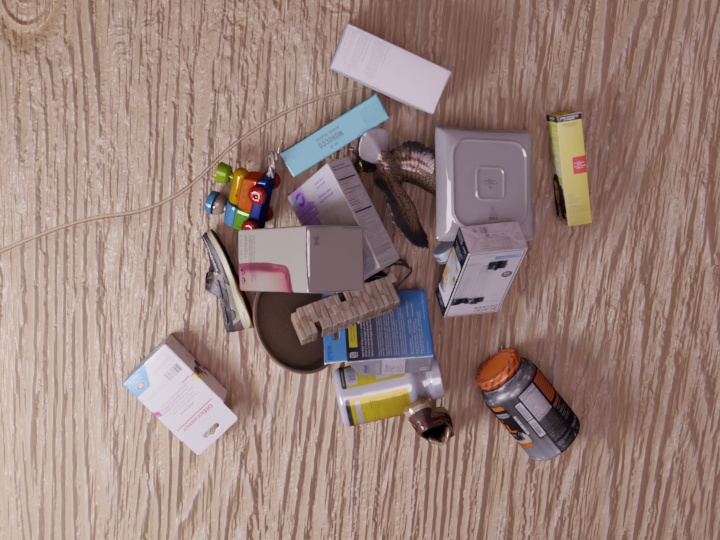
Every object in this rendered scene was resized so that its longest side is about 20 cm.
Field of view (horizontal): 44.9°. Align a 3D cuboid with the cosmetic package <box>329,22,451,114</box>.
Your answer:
[{"bbox_3d":[0.049,-0.351,1.525,0.198,0.108,0.086,21,100,-9],"label":"cosmetic package"}]

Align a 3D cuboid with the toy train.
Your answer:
[{"bbox_3d":[-0.206,-0.164,1.545,0.114,0.085,0.202,21,123,6],"label":"toy train"}]

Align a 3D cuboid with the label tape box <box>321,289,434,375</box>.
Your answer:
[{"bbox_3d":[0.030,0.115,1.610,0.197,0.145,0.066,-4,147,0],"label":"label tape box"}]

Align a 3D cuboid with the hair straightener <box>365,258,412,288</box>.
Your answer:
[{"bbox_3d":[0.000,0.000,1.639,0.197,0.041,0.078,5,102,-9],"label":"hair straightener"}]

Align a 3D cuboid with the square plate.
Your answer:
[{"bbox_3d":[0.225,-0.153,1.538,0.197,0.028,0.201,-1,90,-21],"label":"square plate"}]

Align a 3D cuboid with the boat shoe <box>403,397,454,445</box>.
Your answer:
[{"bbox_3d":[0.138,0.297,1.634,0.072,0.200,0.072,-31,61,4],"label":"boat shoe"}]

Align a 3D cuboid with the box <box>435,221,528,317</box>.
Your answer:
[{"bbox_3d":[0.215,0.001,1.565,0.115,0.061,0.201,-5,146,-15],"label":"box"}]

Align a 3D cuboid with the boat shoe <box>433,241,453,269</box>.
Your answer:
[{"bbox_3d":[0.231,-0.065,1.614,0.199,0.074,0.068,-40,110,-1],"label":"boat shoe"}]

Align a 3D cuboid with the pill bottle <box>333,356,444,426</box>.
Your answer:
[{"bbox_3d":[0.054,0.221,1.648,0.197,0.112,0.113,-12,103,0],"label":"pill bottle"}]

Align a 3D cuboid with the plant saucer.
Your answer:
[{"bbox_3d":[-0.115,0.091,1.600,0.198,0.029,0.203,12,70,-34],"label":"plant saucer"}]

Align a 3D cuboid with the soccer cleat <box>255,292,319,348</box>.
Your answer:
[{"bbox_3d":[-0.128,0.099,1.643,0.076,0.067,0.201,-34,102,-16],"label":"soccer cleat"}]

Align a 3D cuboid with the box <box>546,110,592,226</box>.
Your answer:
[{"bbox_3d":[0.382,-0.187,1.595,0.049,0.075,0.203,-9,102,-2],"label":"box"}]

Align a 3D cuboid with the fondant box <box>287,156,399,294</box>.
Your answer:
[{"bbox_3d":[-0.033,-0.077,1.538,0.058,0.144,0.202,-22,84,-40],"label":"fondant box"}]

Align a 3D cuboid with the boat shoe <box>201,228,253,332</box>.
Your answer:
[{"bbox_3d":[-0.257,0.024,1.609,0.064,0.073,0.202,-21,103,-3],"label":"boat shoe"}]

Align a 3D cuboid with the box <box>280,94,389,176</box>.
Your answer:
[{"bbox_3d":[-0.046,-0.241,1.556,0.199,0.082,0.049,-31,99,4],"label":"box"}]

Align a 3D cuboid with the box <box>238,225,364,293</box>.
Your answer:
[{"bbox_3d":[-0.102,-0.019,1.483,0.127,0.199,0.111,-2,92,-41],"label":"box"}]

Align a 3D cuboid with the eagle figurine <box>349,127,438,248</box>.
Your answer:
[{"bbox_3d":[0.075,-0.157,1.548,0.199,0.150,0.153,35,119,21],"label":"eagle figurine"}]

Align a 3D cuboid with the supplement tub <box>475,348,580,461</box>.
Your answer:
[{"bbox_3d":[0.316,0.254,1.664,0.122,0.123,0.200,-39,101,6],"label":"supplement tub"}]

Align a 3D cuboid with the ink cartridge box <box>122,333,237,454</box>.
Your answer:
[{"bbox_3d":[-0.335,0.236,1.654,0.115,0.068,0.200,-41,101,6],"label":"ink cartridge box"}]

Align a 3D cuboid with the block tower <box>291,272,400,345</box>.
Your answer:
[{"bbox_3d":[-0.023,0.070,1.564,0.198,0.054,0.058,-22,73,-12],"label":"block tower"}]
